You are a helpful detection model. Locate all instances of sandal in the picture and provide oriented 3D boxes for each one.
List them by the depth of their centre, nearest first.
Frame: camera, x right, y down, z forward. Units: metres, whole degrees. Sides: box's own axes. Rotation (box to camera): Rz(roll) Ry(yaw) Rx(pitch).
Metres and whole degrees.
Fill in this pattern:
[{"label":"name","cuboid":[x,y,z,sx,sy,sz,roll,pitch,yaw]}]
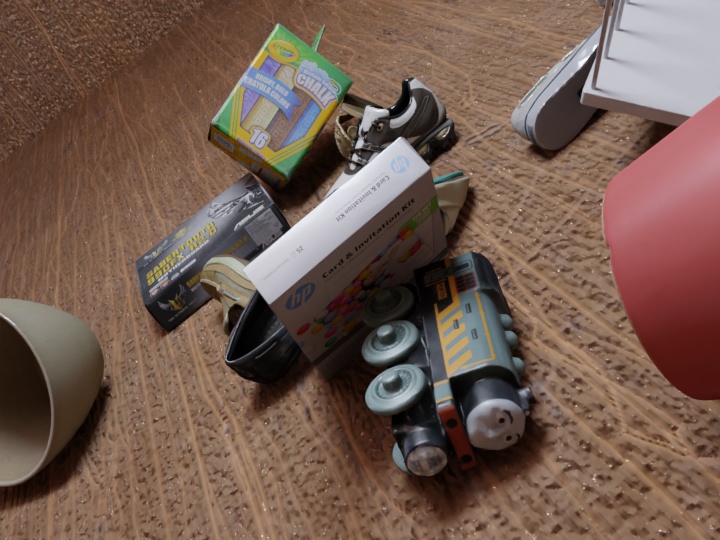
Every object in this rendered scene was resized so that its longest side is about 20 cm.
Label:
[{"label":"sandal","cuboid":[0.001,-0.173,1.174,0.212,0.076,0.071,-105,33,-72]}]

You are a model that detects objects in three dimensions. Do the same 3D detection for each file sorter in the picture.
[{"label":"file sorter","cuboid":[0.283,-0.232,0.775,0.136,0.126,0.202,17,49,16]}]

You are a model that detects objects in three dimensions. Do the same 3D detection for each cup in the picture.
[{"label":"cup","cuboid":[-0.371,0.117,1.037,0.197,0.204,0.143,-21,3,28]}]

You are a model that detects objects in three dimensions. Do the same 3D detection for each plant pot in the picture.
[{"label":"plant pot","cuboid":[0.241,-0.024,0.500,0.176,0.201,0.202,-26,27,37]}]

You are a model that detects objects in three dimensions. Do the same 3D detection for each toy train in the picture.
[{"label":"toy train","cuboid":[0.063,0.065,0.686,0.112,0.086,0.201,-20,29,10]}]

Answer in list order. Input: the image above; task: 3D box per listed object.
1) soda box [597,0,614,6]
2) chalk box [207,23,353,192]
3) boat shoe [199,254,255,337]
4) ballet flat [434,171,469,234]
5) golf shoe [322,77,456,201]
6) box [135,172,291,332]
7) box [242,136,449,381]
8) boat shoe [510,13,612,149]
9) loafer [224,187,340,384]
[{"label":"soda box","cuboid":[0.270,-0.408,1.046,0.063,0.201,0.069,-2,41,46]},{"label":"chalk box","cuboid":[-0.095,-0.226,1.210,0.202,0.123,0.124,-56,8,-8]},{"label":"boat shoe","cuboid":[-0.123,0.034,0.976,0.198,0.072,0.077,8,61,55]},{"label":"ballet flat","cuboid":[0.052,-0.054,0.877,0.068,0.071,0.198,-16,-1,35]},{"label":"golf shoe","cuboid":[0.012,-0.134,1.045,0.200,0.095,0.077,-43,28,-10]},{"label":"box","cuboid":[-0.190,-0.029,1.174,0.199,0.049,0.159,-38,27,-2]},{"label":"box","cuboid":[0.000,0.000,0.752,0.155,0.201,0.041,-40,65,-7]},{"label":"boat shoe","cuboid":[0.229,-0.202,0.923,0.200,0.071,0.070,-46,30,-3]},{"label":"loafer","cuboid":[-0.058,0.012,0.856,0.068,0.070,0.203,32,91,32]}]
